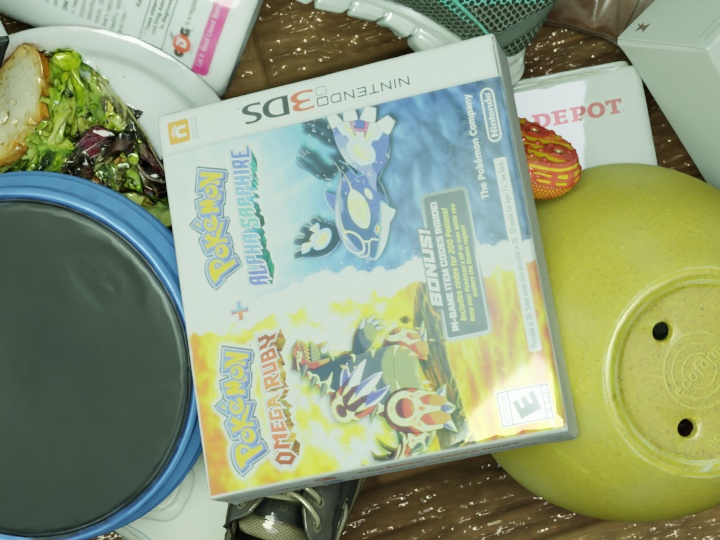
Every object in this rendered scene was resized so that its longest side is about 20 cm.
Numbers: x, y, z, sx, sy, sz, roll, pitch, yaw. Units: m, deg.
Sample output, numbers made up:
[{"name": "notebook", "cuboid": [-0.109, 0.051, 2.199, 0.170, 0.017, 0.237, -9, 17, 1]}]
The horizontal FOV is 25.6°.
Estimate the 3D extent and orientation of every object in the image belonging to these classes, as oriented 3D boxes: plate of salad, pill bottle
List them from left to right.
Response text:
[{"name": "plate of salad", "cuboid": [-0.157, -0.040, 0.898, 0.198, 0.048, 0.202, 1, 119, 1]}, {"name": "pill bottle", "cuboid": [-0.150, -0.185, 0.893, 0.198, 0.113, 0.114, 22, 90, -6]}]

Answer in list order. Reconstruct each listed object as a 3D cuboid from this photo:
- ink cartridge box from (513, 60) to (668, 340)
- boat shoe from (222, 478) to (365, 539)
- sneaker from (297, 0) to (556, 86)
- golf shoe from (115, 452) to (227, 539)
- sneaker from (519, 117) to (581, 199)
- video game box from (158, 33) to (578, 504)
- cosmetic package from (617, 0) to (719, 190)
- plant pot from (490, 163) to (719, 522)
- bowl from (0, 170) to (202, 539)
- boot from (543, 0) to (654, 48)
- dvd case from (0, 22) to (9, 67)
[{"name": "ink cartridge box", "cuboid": [0.104, -0.010, 0.935, 0.144, 0.088, 0.202, -11, 94, -5]}, {"name": "boat shoe", "cuboid": [-0.034, 0.122, 0.837, 0.074, 0.073, 0.202, 10, 105, 1]}, {"name": "sneaker", "cuboid": [0.022, -0.176, 0.841, 0.199, 0.078, 0.091, 22, 128, -23]}, {"name": "golf shoe", "cuboid": [-0.137, 0.122, 0.914, 0.198, 0.097, 0.079, 22, 89, -6]}, {"name": "sneaker", "cuboid": [0.022, -0.049, 0.863, 0.198, 0.073, 0.078, 1, 115, 15]}, {"name": "video game box", "cuboid": [0.000, 0.000, 0.787, 0.180, 0.047, 0.202, -13, 76, 14]}, {"name": "cosmetic package", "cuboid": [0.248, -0.088, 0.907, 0.108, 0.085, 0.200, -46, 118, -12]}, {"name": "plant pot", "cuboid": [0.158, 0.044, 0.828, 0.198, 0.142, 0.202, 0, 93, -7]}, {"name": "bowl", "cuboid": [-0.173, 0.050, 0.838, 0.198, 0.039, 0.203, 1, 99, 5]}, {"name": "boot", "cuboid": [0.148, -0.225, 0.948, 0.198, 0.064, 0.188, 17, 88, -1]}, {"name": "dvd case", "cuboid": [-0.248, -0.154, 0.847, 0.017, 0.143, 0.201, -16, 67, -35]}]
